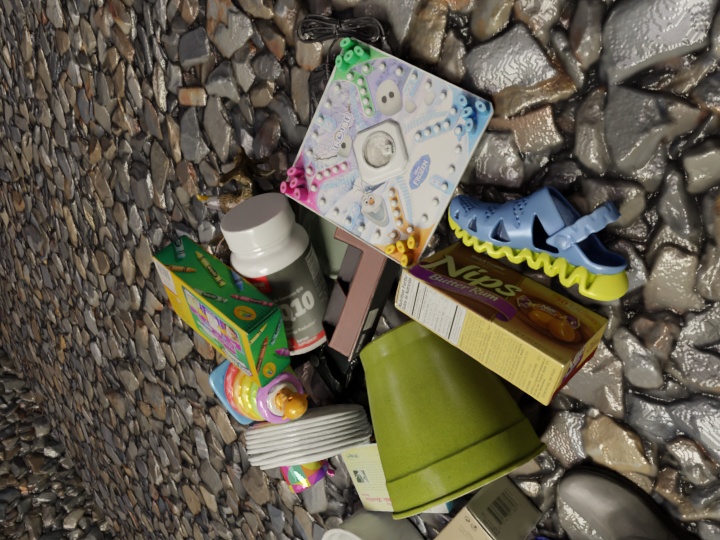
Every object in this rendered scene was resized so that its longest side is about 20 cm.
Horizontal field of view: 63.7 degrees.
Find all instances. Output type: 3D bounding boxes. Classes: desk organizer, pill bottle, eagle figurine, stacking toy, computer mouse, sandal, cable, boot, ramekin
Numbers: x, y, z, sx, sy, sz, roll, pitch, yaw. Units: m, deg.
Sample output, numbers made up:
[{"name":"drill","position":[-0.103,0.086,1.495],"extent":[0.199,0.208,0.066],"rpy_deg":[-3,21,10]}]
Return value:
[{"name":"desk organizer","position":[0.000,0.000,0.733],"extent":[0.076,0.072,0.203],"rpy_deg":[24,102,18]},{"name":"pill bottle","position":[-0.111,0.006,0.798],"extent":[0.113,0.114,0.203],"rpy_deg":[13,134,41]},{"name":"eagle figurine","position":[-0.182,-0.078,0.885],"extent":[0.150,0.151,0.203],"rpy_deg":[32,129,32]},{"name":"stacking toy","position":[-0.120,0.169,0.809],"extent":[0.111,0.116,0.199],"rpy_deg":[57,157,-20]},{"name":"computer mouse","position":[-0.008,-0.218,0.733],"extent":[0.138,0.046,0.204],"rpy_deg":[8,113,30]},{"name":"sandal","position":[0.183,-0.047,0.594],"extent":[0.197,0.079,0.089],"rpy_deg":[22,119,27]},{"name":"cable","position":[-0.079,0.253,0.901],"extent":[0.197,0.199,0.071],"rpy_deg":[-17,78,29]},{"name":"boot","position":[0.280,0.302,0.604],"extent":[0.198,0.131,0.071],"rpy_deg":[29,128,33]},{"name":"boot","position":[-0.077,0.151,0.937],"extent":[0.168,0.076,0.202],"rpy_deg":[45,128,26]},{"name":"ramekin","position":[0.033,0.494,0.965],"extent":[0.198,0.097,0.204],"rpy_deg":[20,121,38]}]

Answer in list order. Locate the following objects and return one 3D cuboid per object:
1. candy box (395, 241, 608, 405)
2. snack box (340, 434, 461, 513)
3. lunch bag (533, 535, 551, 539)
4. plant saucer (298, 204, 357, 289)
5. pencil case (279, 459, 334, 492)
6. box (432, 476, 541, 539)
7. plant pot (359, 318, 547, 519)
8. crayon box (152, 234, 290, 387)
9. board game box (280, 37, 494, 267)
[{"name":"candy box","position":[0.149,0.047,0.633],"extent":[0.199,0.116,0.057],"rpy_deg":[33,129,31]},{"name":"snack box","position":[0.054,0.315,0.907],"extent":[0.199,0.037,0.118],"rpy_deg":[-24,89,48]},{"name":"lunch bag","position":[0.277,0.441,0.679],"extent":[0.198,0.122,0.173],"rpy_deg":[1,108,53]},{"name":"plant saucer","position":[-0.031,-0.047,0.823],"extent":[0.198,0.050,0.204],"rpy_deg":[21,122,39]},{"name":"pencil case","position":[-0.127,0.298,1.054],"extent":[0.088,0.088,0.203],"rpy_deg":[-29,89,47]},{"name":"box","position":[0.151,0.374,0.796],"extent":[0.078,0.094,0.202],"rpy_deg":[44,132,23]},{"name":"plant pot","position":[0.091,0.163,0.708],"extent":[0.200,0.198,0.196],"rpy_deg":[-43,64,46]},{"name":"crayon box","position":[-0.185,0.053,0.777],"extent":[0.198,0.058,0.120],"rpy_deg":[33,146,28]},{"name":"board game box","position":[0.020,-0.136,0.664],"extent":[0.198,0.026,0.203],"rpy_deg":[31,105,19]}]
